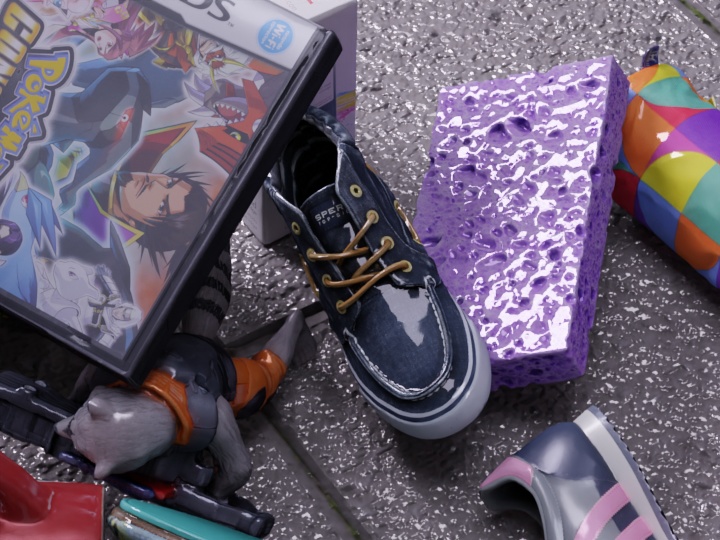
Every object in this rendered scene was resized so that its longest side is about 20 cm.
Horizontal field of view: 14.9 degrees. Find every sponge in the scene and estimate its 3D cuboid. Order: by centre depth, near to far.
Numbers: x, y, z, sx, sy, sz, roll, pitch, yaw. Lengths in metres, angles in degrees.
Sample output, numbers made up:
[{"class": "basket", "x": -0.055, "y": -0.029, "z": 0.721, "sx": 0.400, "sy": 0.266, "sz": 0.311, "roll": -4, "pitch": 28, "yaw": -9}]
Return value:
[{"class": "sponge", "x": 0.081, "y": -0.024, "z": 1.515, "sx": 0.111, "sy": 0.030, "sz": 0.201, "roll": -8, "pitch": 51, "yaw": 28}]

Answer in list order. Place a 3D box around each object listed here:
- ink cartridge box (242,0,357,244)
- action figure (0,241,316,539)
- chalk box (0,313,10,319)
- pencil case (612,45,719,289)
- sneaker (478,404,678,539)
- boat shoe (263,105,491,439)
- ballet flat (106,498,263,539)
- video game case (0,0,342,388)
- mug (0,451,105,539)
[{"class": "ink cartridge box", "x": -0.058, "y": -0.129, "z": 1.541, "sx": 0.067, "sy": 0.201, "sz": 0.117, "roll": -25, "pitch": 52, "yaw": -23}, {"class": "action figure", "x": -0.120, "y": 0.049, "z": 1.418, "sx": 0.199, "sy": 0.105, "sz": 0.194, "roll": 20, "pitch": 22, "yaw": 1}, {"class": "chalk box", "x": -0.186, "y": -0.087, "z": 1.486, "sx": 0.124, "sy": 0.200, "sz": 0.124, "roll": 19, "pitch": 48, "yaw": 0}, {"class": "pencil case", "x": 0.210, "y": -0.038, "z": 1.545, "sx": 0.088, "sy": 0.089, "sz": 0.200, "roll": -27, "pitch": 54, "yaw": -24}, {"class": "sneaker", "x": 0.127, "y": 0.162, "z": 1.376, "sx": 0.082, "sy": 0.070, "sz": 0.200, "roll": -26, "pitch": 48, "yaw": -2}, {"class": "boat shoe", "x": 0.000, "y": 0.000, "z": 1.460, "sx": 0.071, "sy": 0.091, "sz": 0.201, "roll": -33, "pitch": 45, "yaw": 5}, {"class": "ballet flat", "x": -0.033, "y": 0.166, "z": 1.332, "sx": 0.199, "sy": 0.074, "sz": 0.074, "roll": 16, "pitch": 46, "yaw": -9}, {"class": "video game case", "x": -0.135, "y": -0.070, "z": 1.371, "sx": 0.180, "sy": 0.026, "sz": 0.201, "roll": 28, "pitch": 80, "yaw": 17}, {"class": "mug", "x": -0.221, "y": 0.144, "z": 1.307, "sx": 0.199, "sy": 0.178, "sz": 0.134, "roll": 3, "pitch": 57, "yaw": -5}]
